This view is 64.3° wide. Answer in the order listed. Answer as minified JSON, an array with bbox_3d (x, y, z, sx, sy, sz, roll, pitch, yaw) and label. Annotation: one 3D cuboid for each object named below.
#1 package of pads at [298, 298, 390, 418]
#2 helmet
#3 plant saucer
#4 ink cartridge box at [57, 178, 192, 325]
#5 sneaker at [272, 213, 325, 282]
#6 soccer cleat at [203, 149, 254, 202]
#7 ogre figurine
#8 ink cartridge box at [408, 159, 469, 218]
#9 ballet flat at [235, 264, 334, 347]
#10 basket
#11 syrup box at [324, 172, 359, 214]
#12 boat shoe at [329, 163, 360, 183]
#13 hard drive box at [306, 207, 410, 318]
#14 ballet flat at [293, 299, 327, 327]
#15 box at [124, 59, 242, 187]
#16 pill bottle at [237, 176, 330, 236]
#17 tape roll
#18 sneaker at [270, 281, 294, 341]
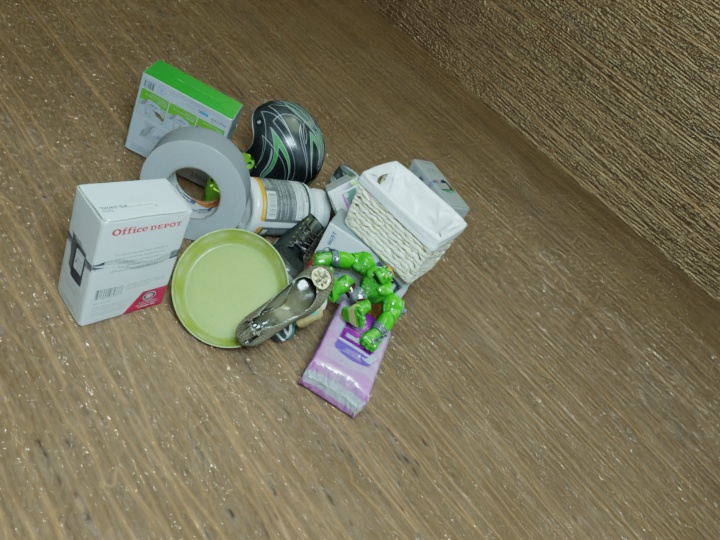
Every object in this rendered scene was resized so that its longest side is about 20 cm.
[{"bbox_3d":[-0.021,0.153,1.026,0.119,0.076,0.201,33,33,-3],"label":"package of pads"},{"bbox_3d":[-0.177,-0.295,1.358,0.195,0.193,0.203,21,35,-16],"label":"helmet"},{"bbox_3d":[-0.219,0.031,0.974,0.193,0.031,0.207,3,73,-11],"label":"plant saucer"},{"bbox_3d":[-0.355,-0.031,0.861,0.083,0.203,0.143,45,35,22],"label":"ink cartridge box"},{"bbox_3d":[-0.121,-0.052,1.119,0.075,0.106,0.201,46,10,-20],"label":"sneaker"},{"bbox_3d":[-0.287,-0.196,1.237,0.066,0.082,0.202,30,35,-6],"label":"soccer cleat"},{"bbox_3d":[0.004,0.036,1.042,0.118,0.100,0.199,-22,49,-35],"label":"ogre figurine"},{"bbox_3d":[0.187,-0.179,1.562,0.082,0.147,0.202,1,44,-38],"label":"ink cartridge box"},{"bbox_3d":[-0.121,0.056,0.945,0.197,0.046,0.068,-34,83,-18],"label":"ballet flat"},{"bbox_3d":[0.081,-0.092,1.095,0.199,0.125,0.134,42,36,16],"label":"basket"},{"bbox_3d":[-0.031,-0.166,1.304,0.200,0.079,0.081,-120,-176,-77],"label":"syrup box"},{"bbox_3d":[0.011,-0.208,1.519,0.196,0.072,0.073,31,32,-4],"label":"boat shoe"},{"bbox_3d":[0.000,0.000,1.166,0.196,0.158,0.077,32,33,1],"label":"hard drive box"},{"bbox_3d":[-0.089,0.051,1.070,0.061,0.071,0.201,-14,20,4],"label":"ballet flat"},{"bbox_3d":[-0.376,-0.306,1.219,0.195,0.179,0.098,24,33,-11],"label":"box"},{"bbox_3d":[-0.168,-0.134,1.232,0.196,0.118,0.118,-1,45,-41],"label":"pill bottle"},{"bbox_3d":[-0.304,-0.159,1.069,0.195,0.203,0.067,22,33,-15],"label":"tape roll"},{"bbox_3d":[-0.158,0.040,1.060,0.078,0.078,0.203,16,38,-46],"label":"sneaker"}]
